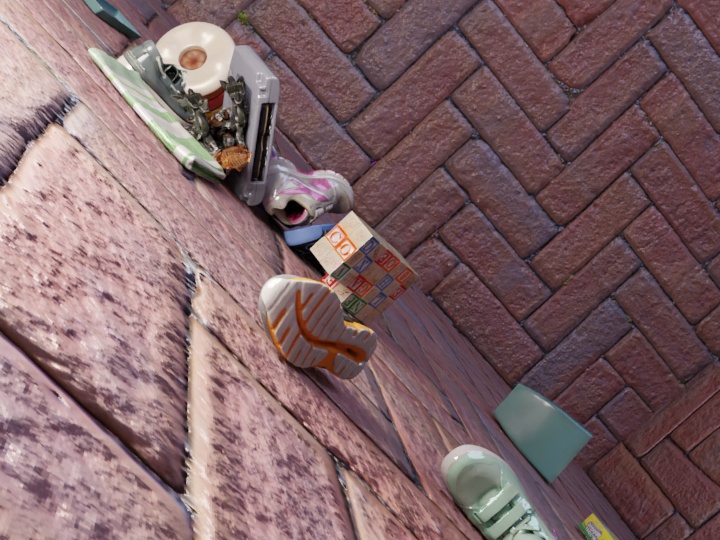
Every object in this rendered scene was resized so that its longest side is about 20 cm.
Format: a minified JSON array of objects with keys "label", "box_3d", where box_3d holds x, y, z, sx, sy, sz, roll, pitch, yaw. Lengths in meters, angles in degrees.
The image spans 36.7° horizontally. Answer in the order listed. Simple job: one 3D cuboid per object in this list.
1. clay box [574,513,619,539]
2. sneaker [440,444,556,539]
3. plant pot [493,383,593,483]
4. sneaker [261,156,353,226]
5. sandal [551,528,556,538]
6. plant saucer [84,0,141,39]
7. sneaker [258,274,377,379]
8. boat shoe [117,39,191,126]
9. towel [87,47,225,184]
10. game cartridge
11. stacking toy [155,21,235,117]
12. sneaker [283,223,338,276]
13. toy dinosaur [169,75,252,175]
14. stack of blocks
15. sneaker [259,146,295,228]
[{"label":"clay box","box_3d":[0.521,0.579,2.219,0.200,0.048,0.115,47,4,-34]},{"label":"sneaker","box_3d":[0.172,0.279,1.190,0.201,0.074,0.118,50,-3,-20]},{"label":"plant pot","box_3d":[0.404,0.358,2.462,0.200,0.142,0.141,42,3,13]},{"label":"sneaker","box_3d":[-0.088,-0.107,1.673,0.199,0.081,0.089,10,63,-43]},{"label":"sandal","box_3d":[0.222,0.340,1.349,0.203,0.050,0.082,48,5,-9]},{"label":"plant saucer","box_3d":[-0.432,-0.441,1.852,0.070,0.019,0.200,49,5,5]},{"label":"sneaker","box_3d":[-0.055,0.050,1.060,0.077,0.078,0.200,35,-6,30]},{"label":"boat shoe","box_3d":[-0.282,-0.276,1.612,0.073,0.062,0.200,51,5,28]},{"label":"towel","box_3d":[-0.262,-0.201,1.421,0.200,0.023,0.153,50,5,9]},{"label":"game cartridge","box_3d":[-0.163,-0.212,1.564,0.041,0.201,0.133,-7,37,-29]},{"label":"stacking toy","box_3d":[-0.265,-0.310,1.844,0.146,0.146,0.200,50,-12,23]},{"label":"sneaker","box_3d":[-0.054,-0.030,1.713,0.200,0.070,0.079,0,82,-62]},{"label":"toy dinosaur","box_3d":[-0.190,-0.191,1.514,0.199,0.102,0.137,18,-53,40]},{"label":"stack of blocks","box_3d":[0.000,0.000,1.664,0.059,0.115,0.200,50,6,30]},{"label":"sneaker","box_3d":[-0.155,-0.150,1.721,0.200,0.081,0.084,46,16,-9]}]
